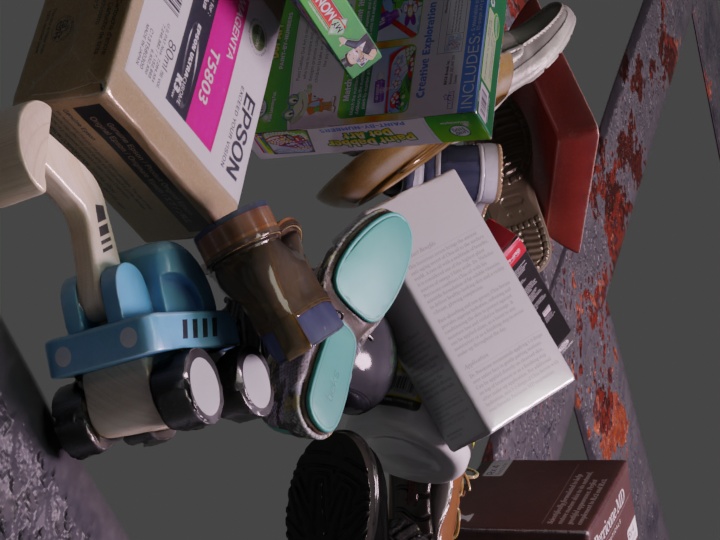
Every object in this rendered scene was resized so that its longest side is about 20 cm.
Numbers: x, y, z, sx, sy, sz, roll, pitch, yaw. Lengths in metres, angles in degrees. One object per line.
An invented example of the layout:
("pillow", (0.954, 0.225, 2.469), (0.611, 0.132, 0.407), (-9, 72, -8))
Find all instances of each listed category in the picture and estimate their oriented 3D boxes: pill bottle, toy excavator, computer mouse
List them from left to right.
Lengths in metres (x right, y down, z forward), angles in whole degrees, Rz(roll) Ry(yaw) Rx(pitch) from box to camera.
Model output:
("toy excavator", (-0.153, 0.007, 0.901), (0.194, 0.099, 0.202), (3, 72, -66))
("computer mouse", (-0.029, 0.052, 1.129), (0.199, 0.052, 0.140), (28, 58, -44))
("pill bottle", (0.065, 0.074, 1.291), (0.113, 0.111, 0.201), (56, 46, -47))

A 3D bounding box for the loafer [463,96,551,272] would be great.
("loafer", (0.146, -0.090, 1.553), (0.068, 0.075, 0.202), (150, -70, -76))

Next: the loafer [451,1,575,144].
("loafer", (0.131, -0.205, 1.449), (0.200, 0.070, 0.070), (-43, 111, -18))

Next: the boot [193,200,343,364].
("boot", (-0.057, 0.019, 0.983), (0.098, 0.074, 0.200), (62, 3, 7))

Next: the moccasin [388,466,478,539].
("moccasin", (0.066, 0.193, 1.350), (0.078, 0.073, 0.204), (40, 48, -68))

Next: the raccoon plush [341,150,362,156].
("raccoon plush", (0.018, -0.140, 1.283), (0.201, 0.096, 0.135), (-60, 149, -32))

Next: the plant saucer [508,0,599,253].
("plant saucer", (0.191, -0.149, 1.557), (0.201, 0.036, 0.201), (87, -12, -54))

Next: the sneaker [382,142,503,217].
("sneaker", (0.068, -0.080, 1.400), (0.200, 0.107, 0.071), (116, -27, -80))

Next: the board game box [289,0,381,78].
("board game box", (-0.066, -0.235, 1.021), (0.200, 0.029, 0.135), (55, 3, 38))

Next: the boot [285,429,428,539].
("boot", (0.010, 0.221, 1.213), (0.157, 0.079, 0.214), (-14, 110, -57))

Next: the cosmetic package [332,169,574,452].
("cosmetic package", (0.074, 0.032, 1.202), (0.101, 0.071, 0.201), (-26, 84, -31))

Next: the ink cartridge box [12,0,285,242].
("ink cartridge box", (-0.130, -0.146, 0.966), (0.165, 0.074, 0.202), (49, 44, -51))

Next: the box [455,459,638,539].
("box", (0.185, 0.314, 1.478), (0.166, 0.163, 0.202), (-37, 120, -60))

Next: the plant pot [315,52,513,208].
("plant pot", (0.051, -0.108, 1.214), (0.028, 0.200, 0.200), (54, 28, 2))

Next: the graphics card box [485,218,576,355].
("graphics card box", (0.133, 0.054, 1.463), (0.126, 0.051, 0.200), (-48, 139, -8))

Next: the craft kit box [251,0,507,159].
("craft kit box", (0.015, -0.189, 1.135), (0.049, 0.195, 0.202), (48, 46, -56))

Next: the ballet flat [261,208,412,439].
("ballet flat", (-0.025, 0.034, 1.063), (0.072, 0.071, 0.201), (63, 40, -41))
